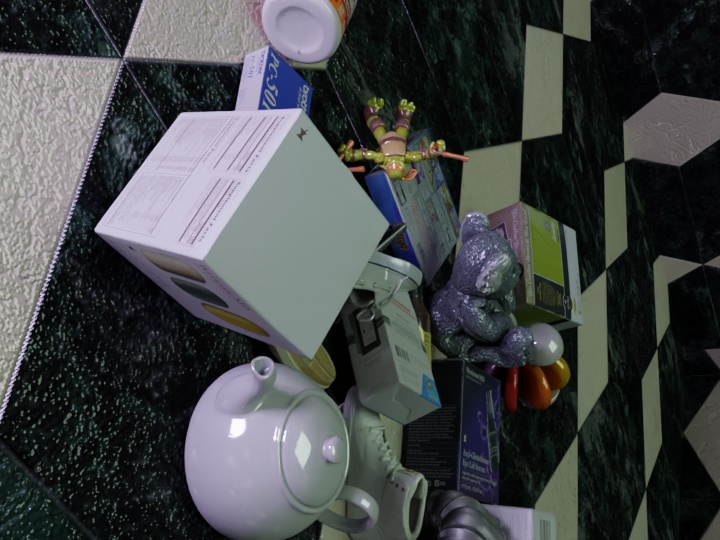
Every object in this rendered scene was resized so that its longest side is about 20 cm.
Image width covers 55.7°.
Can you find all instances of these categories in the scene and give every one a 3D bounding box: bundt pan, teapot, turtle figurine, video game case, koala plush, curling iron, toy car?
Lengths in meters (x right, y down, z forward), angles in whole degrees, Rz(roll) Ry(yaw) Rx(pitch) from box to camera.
[{"bbox_3d":[0.091,0.371,0.894,0.076,0.200,0.203,52,41,-14],"label":"bundt pan"},{"bbox_3d":[-0.075,0.193,0.718,0.198,0.143,0.203,8,77,-56],"label":"teapot"},{"bbox_3d":[0.057,-0.187,1.015,0.065,0.194,0.164,81,5,-50],"label":"turtle figurine"},{"bbox_3d":[0.095,-0.105,1.133,0.182,0.045,0.203,-48,122,-48],"label":"video game case"},{"bbox_3d":[0.187,0.026,1.074,0.179,0.179,0.204,-97,-171,-52],"label":"koala plush"},{"bbox_3d":[0.000,0.000,0.923,0.049,0.026,0.200,39,60,8],"label":"curling iron"},{"bbox_3d":[0.260,0.176,1.204,0.150,0.197,0.178,-44,141,-32],"label":"toy car"}]

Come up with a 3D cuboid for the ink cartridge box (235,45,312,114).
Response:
[{"bbox_3d":[-0.112,-0.159,0.832,0.094,0.043,0.205,33,56,-51],"label":"ink cartridge box"}]

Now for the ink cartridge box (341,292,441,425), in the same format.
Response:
[{"bbox_3d":[0.035,0.096,0.944,0.116,0.067,0.203,37,31,-47],"label":"ink cartridge box"}]

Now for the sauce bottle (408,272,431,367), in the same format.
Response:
[{"bbox_3d":[0.077,0.102,1.045,0.066,0.065,0.205,22,63,-52],"label":"sauce bottle"}]

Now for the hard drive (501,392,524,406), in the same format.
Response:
[{"bbox_3d":[0.313,0.160,1.412,0.140,0.037,0.204,48,45,-41],"label":"hard drive"}]

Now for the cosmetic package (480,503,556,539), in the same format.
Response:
[{"bbox_3d":[0.178,0.385,1.008,0.101,0.196,0.076,31,58,-48],"label":"cosmetic package"}]

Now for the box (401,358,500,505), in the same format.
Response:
[{"bbox_3d":[0.146,0.256,1.076,0.147,0.102,0.205,30,59,-49],"label":"box"}]

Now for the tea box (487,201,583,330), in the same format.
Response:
[{"bbox_3d":[0.324,0.004,1.336,0.194,0.132,0.205,20,62,-38],"label":"tea box"}]

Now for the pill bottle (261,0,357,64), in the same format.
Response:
[{"bbox_3d":[-0.053,-0.383,0.916,0.110,0.108,0.203,50,45,-38],"label":"pill bottle"}]

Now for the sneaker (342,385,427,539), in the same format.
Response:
[{"bbox_3d":[0.038,0.253,0.904,0.073,0.114,0.206,8,75,-53],"label":"sneaker"}]

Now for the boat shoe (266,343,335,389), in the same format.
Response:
[{"bbox_3d":[-0.074,0.063,0.793,0.201,0.075,0.072,52,8,-37],"label":"boat shoe"}]

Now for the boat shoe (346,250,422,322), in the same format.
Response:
[{"bbox_3d":[0.008,0.019,0.845,0.201,0.073,0.088,19,84,-56],"label":"boat shoe"}]

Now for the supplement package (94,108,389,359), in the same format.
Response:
[{"bbox_3d":[-0.111,-0.040,0.636,0.152,0.197,0.152,48,65,-39],"label":"supplement package"}]
